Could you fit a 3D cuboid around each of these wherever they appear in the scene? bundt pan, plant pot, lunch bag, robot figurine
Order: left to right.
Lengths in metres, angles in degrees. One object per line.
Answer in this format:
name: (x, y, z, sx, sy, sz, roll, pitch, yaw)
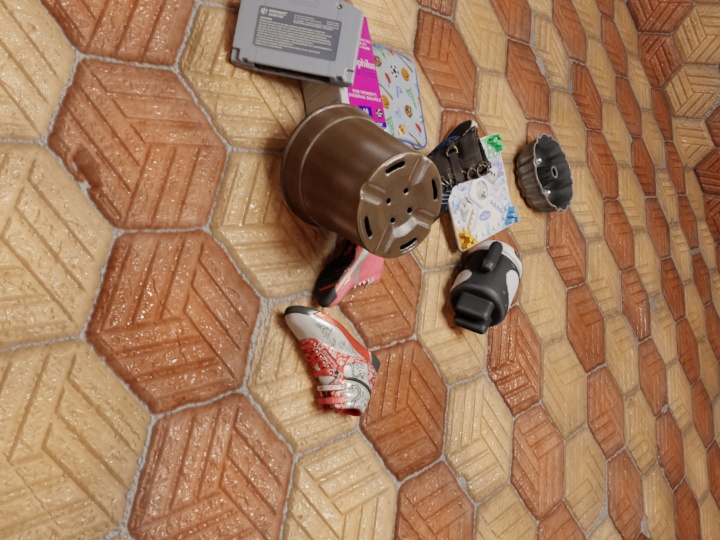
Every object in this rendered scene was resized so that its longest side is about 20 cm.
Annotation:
plant pot: (0.006, -0.127, 0.823, 0.196, 0.198, 0.205, -16, 122, -27)
lunch bag: (0.058, -0.317, 1.058, 0.158, 0.074, 0.206, 3, 77, -45)
robot figurine: (0.257, 0.032, 1.122, 0.124, 0.150, 0.202, 42, 54, -11)
bundt pan: (0.469, -0.244, 1.422, 0.198, 0.075, 0.208, 12, 72, -41)

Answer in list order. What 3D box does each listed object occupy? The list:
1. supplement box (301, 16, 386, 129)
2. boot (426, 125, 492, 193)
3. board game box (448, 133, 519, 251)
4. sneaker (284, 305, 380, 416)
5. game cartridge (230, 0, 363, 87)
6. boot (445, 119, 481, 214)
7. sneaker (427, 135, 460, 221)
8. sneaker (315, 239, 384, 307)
supplement box: (-0.037, -0.329, 0.952, 0.099, 0.102, 0.206, -7, 83, -42)
boot: (0.147, -0.155, 0.966, 0.069, 0.170, 0.205, 42, 39, -49)
board game box: (0.256, -0.169, 1.162, 0.197, 0.026, 0.205, -25, 106, -35)
sneaker: (-0.050, 0.146, 0.845, 0.201, 0.066, 0.110, 41, 52, -32)
game cartridge: (-0.097, -0.373, 0.867, 0.194, 0.042, 0.137, 10, 79, -2)
boot: (0.235, -0.214, 1.203, 0.143, 0.072, 0.204, 37, 65, -31)
sneaker: (0.147, -0.160, 1.068, 0.077, 0.070, 0.202, 34, 92, -45)
sneaker: (0.000, 0.000, 0.925, 0.087, 0.073, 0.202, 51, 50, -22)
